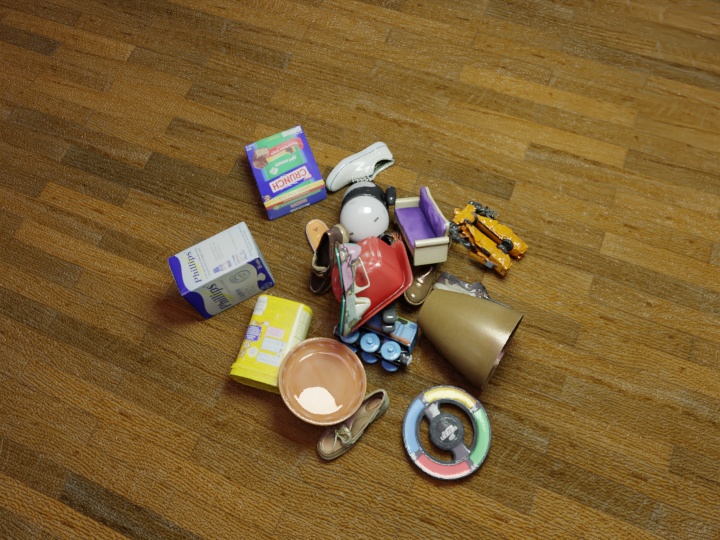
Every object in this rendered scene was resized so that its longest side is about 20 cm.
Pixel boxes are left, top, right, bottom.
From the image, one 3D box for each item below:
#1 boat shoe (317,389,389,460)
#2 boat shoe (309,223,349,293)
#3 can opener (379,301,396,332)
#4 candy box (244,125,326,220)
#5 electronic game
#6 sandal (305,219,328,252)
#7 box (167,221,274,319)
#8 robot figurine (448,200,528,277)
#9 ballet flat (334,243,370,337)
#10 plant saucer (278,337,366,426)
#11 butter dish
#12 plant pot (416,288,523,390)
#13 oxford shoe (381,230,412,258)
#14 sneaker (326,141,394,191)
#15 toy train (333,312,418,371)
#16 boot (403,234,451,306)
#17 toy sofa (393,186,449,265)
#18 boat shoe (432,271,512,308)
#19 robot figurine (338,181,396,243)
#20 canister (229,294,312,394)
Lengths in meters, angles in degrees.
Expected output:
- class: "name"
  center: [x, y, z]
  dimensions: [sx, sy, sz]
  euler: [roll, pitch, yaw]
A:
- class: "boat shoe"
  center: [-0.019, 0.334, 1.359]
  dimensions: [0.200, 0.063, 0.073]
  euler: [-43, 70, -12]
- class: "boat shoe"
  center: [-0.091, -0.020, 1.449]
  dimensions: [0.071, 0.202, 0.072]
  euler: [-21, 59, -44]
- class: "can opener"
  center: [0.070, 0.064, 1.418]
  dimensions: [0.065, 0.054, 0.202]
  euler: [2, 33, 0]
- class: "candy box"
  center: [-0.198, -0.259, 1.622]
  dimensions: [0.166, 0.077, 0.203]
  euler: [-21, 68, -4]
- class: "electronic game"
  center: [0.188, 0.352, 1.343]
  dimensions: [0.195, 0.042, 0.204]
  euler: [-2, 67, 4]
- class: "sandal"
  center: [-0.083, -0.050, 1.531]
  dimensions: [0.078, 0.059, 0.208]
  euler: [-31, 68, -8]
- class: "box"
  center: [-0.326, 0.005, 1.464]
  dimensions: [0.197, 0.185, 0.106]
  euler: [-26, 68, -6]
- class: "robot figurine"
  center: [0.301, -0.082, 1.499]
  dimensions: [0.199, 0.059, 0.144]
  euler: [41, 60, 19]
- class: "ballet flat"
  center: [-0.014, 0.043, 1.282]
  dimensions: [0.069, 0.069, 0.205]
  euler: [-3, 105, -4]
- class: "plant saucer"
  center: [-0.085, 0.247, 1.357]
  dimensions: [0.195, 0.038, 0.204]
  euler: [6, 57, -9]
- class: "butter dish"
  center: [0.000, 0.000, 1.374]
  dimensions: [0.199, 0.148, 0.201]
  euler: [-37, 29, 17]
- class: "plant pot"
  center: [0.228, 0.131, 1.357]
  dimensions: [0.198, 0.187, 0.188]
  euler: [29, 72, 18]
- class: "oxford shoe"
  center: [0.096, -0.065, 1.512]
  dimensions: [0.198, 0.073, 0.072]
  euler: [-32, 65, -9]
- class: "sneaker"
  center: [0.002, -0.263, 1.605]
  dimensions: [0.198, 0.073, 0.071]
  euler: [-36, 63, -10]
- class: "toy train"
  center: [0.038, 0.151, 1.424]
  dimensions: [0.196, 0.087, 0.115]
  euler: [21, 61, 16]
- class: "boot"
  center: [0.160, -0.009, 1.460]
  dimensions: [0.073, 0.076, 0.202]
  euler: [31, 63, -3]
- class: "toy sofa"
  center: [0.139, -0.109, 1.433]
  dimensions: [0.081, 0.099, 0.202]
  euler: [-7, 37, -9]
- class: "boat shoe"
  center: [0.268, 0.057, 1.446]
  dimensions: [0.196, 0.072, 0.066]
  euler: [19, 74, 19]
- class: "robot figurine"
  center: [0.011, -0.139, 1.491]
  dimensions: [0.122, 0.153, 0.201]
  euler: [14, 25, -5]
- class: "canister"
  center: [-0.203, 0.171, 1.435]
  dimensions: [0.145, 0.087, 0.204]
  euler: [13, 67, 10]
